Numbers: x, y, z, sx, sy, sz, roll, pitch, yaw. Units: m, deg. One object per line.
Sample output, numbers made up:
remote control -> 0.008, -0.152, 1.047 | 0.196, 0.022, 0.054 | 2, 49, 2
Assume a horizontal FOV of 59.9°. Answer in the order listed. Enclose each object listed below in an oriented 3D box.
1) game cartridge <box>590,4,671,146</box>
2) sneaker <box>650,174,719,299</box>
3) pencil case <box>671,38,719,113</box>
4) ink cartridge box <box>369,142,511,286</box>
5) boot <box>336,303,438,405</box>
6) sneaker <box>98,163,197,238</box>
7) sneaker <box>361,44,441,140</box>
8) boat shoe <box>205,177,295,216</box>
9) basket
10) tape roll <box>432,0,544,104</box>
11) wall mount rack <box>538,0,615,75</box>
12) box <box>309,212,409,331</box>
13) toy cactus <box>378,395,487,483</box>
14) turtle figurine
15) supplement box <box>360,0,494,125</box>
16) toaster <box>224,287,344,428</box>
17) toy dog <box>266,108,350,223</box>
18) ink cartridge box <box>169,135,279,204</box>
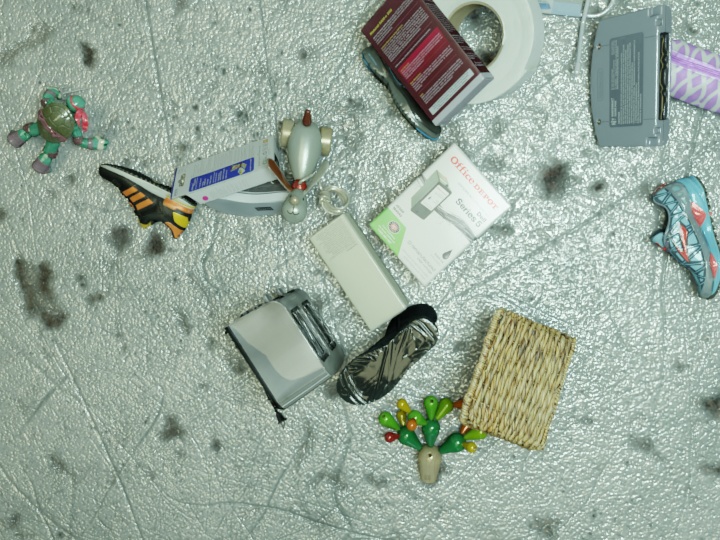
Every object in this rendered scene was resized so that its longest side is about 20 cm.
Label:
game cartridge -> 0.422, -0.298, 0.982 | 0.040, 0.133, 0.203 | -11, 105, -27
sneaker -> 0.531, -0.048, 1.030 | 0.094, 0.079, 0.203 | -13, 86, 20
pencil case -> 0.546, -0.302, 0.984 | 0.198, 0.085, 0.085 | 20, 104, 7
ink cartridge box -> 0.137, -0.096, 1.073 | 0.200, 0.084, 0.146 | -43, 88, 11
boot -> 0.053, 0.139, 1.070 | 0.200, 0.168, 0.077 | -40, 90, 6
sneaker -> -0.409, -0.129, 1.165 | 0.198, 0.070, 0.091 | 24, 96, 4
sneaker -> 0.085, -0.315, 1.063 | 0.082, 0.073, 0.201 | -35, 91, 10
boat shoe -> -0.189, -0.143, 1.134 | 0.197, 0.070, 0.067 | 0, 67, 21
basket -> 0.247, 0.179, 1.048 | 0.147, 0.143, 0.202 | 20, 82, 0
tape roll -> 0.190, -0.373, 1.004 | 0.200, 0.071, 0.205 | 10, 111, 28
wall mount rack -> 0.310, -0.420, 1.016 | 0.197, 0.075, 0.176 | 10, 117, 9
box -> 0.000, 0.000, 1.115 | 0.082, 0.068, 0.201 | -32, 91, 11
toy cactus -> 0.131, 0.308, 1.125 | 0.197, 0.102, 0.167 | 1, 107, -1
turtle figurine -> -0.558, -0.275, 1.163 | 0.199, 0.101, 0.151 | -32, 91, 17
supplement box -> 0.104, -0.343, 0.987 | 0.109, 0.061, 0.201 | -39, 85, 32
toaster -> -0.124, 0.136, 1.093 | 0.118, 0.181, 0.201 | -33, 90, 10
toy dog -> -0.095, -0.189, 1.059 | 0.130, 0.097, 0.202 | -12, 66, -11
ink cartridge box -> -0.241, -0.175, 1.119 | 0.197, 0.095, 0.037 | -15, 135, 7
